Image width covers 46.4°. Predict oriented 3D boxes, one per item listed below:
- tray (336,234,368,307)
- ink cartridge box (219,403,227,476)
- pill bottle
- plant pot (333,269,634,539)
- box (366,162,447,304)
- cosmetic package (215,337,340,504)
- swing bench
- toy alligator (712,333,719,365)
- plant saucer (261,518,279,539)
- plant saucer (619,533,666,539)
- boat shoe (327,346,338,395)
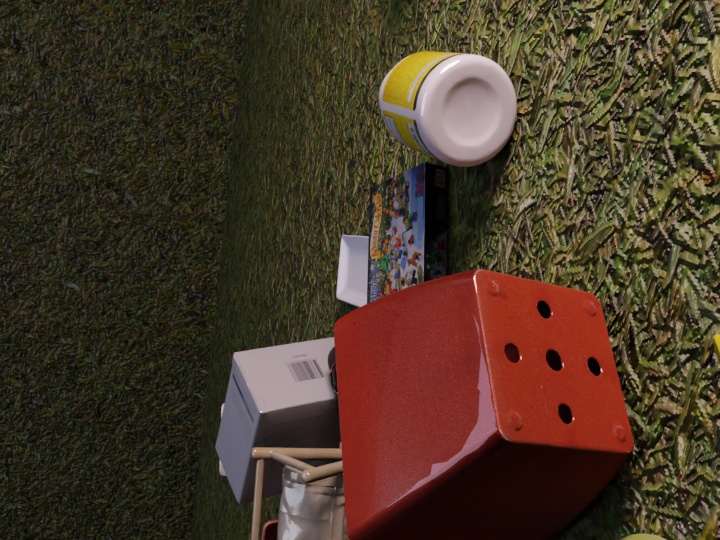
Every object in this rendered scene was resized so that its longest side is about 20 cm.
[{"bbox_3d":[0.000,0.000,1.337,0.200,0.022,0.110,-168,82,-73],"label":"tray"},{"bbox_3d":[-0.150,0.292,1.455,0.125,0.195,0.132,145,128,-68],"label":"ink cartridge box"},{"bbox_3d":[0.087,-0.187,0.944,0.200,0.110,0.115,-135,52,-68],"label":"pill bottle"},{"bbox_3d":[0.106,0.108,0.698,0.176,0.196,0.204,-45,43,49],"label":"plant pot"},{"bbox_3d":[0.058,-0.021,1.077,0.136,0.037,0.205,-17,69,58],"label":"box"},{"bbox_3d":[-0.100,0.226,1.276,0.124,0.195,0.203,55,140,40],"label":"cosmetic package"},{"bbox_3d":[-0.029,0.324,1.029,0.128,0.197,0.205,4,89,52],"label":"swing bench"},{"bbox_3d":[0.245,0.090,0.462,0.054,0.058,0.204,46,-150,-53],"label":"toy alligator"},{"bbox_3d":[-0.061,0.406,1.133,0.037,0.196,0.205,29,115,53],"label":"plant saucer"},{"bbox_3d":[0.198,0.293,0.593,0.200,0.030,0.206,-175,90,-74],"label":"plant saucer"},{"bbox_3d":[-0.008,0.133,1.119,0.075,0.062,0.201,-70,21,4],"label":"boat shoe"}]
